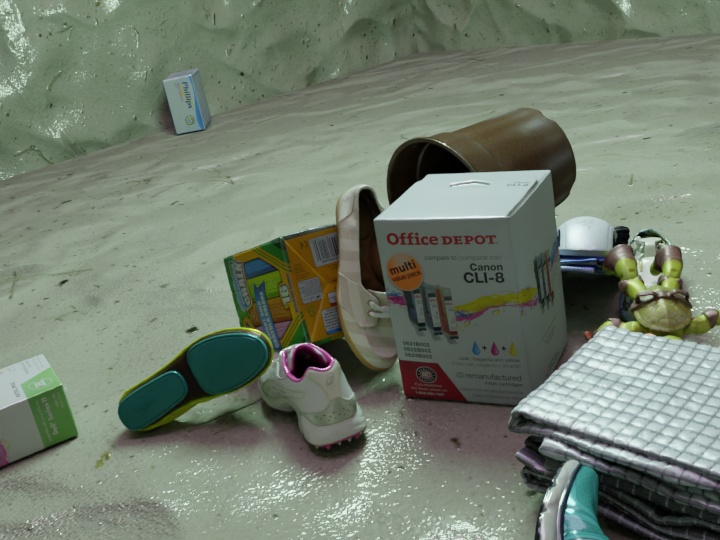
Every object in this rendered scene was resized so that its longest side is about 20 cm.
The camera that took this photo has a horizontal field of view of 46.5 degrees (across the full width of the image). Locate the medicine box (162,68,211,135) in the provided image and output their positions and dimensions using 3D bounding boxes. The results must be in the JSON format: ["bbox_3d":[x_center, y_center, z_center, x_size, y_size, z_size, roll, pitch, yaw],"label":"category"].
[{"bbox_3d":[-0.580,-0.569,2.809,0.102,0.183,0.200,-11,20,1],"label":"medicine box"}]

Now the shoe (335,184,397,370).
[{"bbox_3d":[0.010,0.006,0.888,0.070,0.201,0.053,-7,-6,-23],"label":"shoe"}]

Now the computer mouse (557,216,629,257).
[{"bbox_3d":[0.268,-0.041,0.985,0.109,0.044,0.200,4,4,13],"label":"computer mouse"}]

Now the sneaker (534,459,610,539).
[{"bbox_3d":[0.149,0.206,0.532,0.079,0.078,0.200,2,32,10],"label":"sneaker"}]

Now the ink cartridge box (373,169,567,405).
[{"bbox_3d":[0.118,0.012,0.856,0.145,0.201,0.145,0,23,29],"label":"ink cartridge box"}]

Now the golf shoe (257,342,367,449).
[{"bbox_3d":[-0.058,0.106,0.862,0.075,0.092,0.200,-21,21,-24],"label":"golf shoe"}]

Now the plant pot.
[{"bbox_3d":[0.174,-0.118,1.129,0.198,0.201,0.200,-30,27,-30],"label":"plant pot"}]

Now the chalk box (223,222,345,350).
[{"bbox_3d":[-0.074,0.023,0.989,0.124,0.125,0.200,-16,0,-33],"label":"chalk box"}]

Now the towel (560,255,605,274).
[{"bbox_3d":[0.233,-0.013,1.003,0.144,0.024,0.200,6,3,27],"label":"towel"}]

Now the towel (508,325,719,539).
[{"bbox_3d":[0.238,0.131,0.654,0.199,0.086,0.165,10,31,42],"label":"towel"}]

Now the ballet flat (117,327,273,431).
[{"bbox_3d":[-0.172,0.111,0.898,0.199,0.067,0.067,-28,-1,16],"label":"ballet flat"}]

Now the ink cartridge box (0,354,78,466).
[{"bbox_3d":[-0.427,0.171,0.916,0.199,0.068,0.117,-22,23,-26],"label":"ink cartridge box"}]

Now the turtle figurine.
[{"bbox_3d":[0.286,0.039,0.832,0.199,0.065,0.162,-11,39,12],"label":"turtle figurine"}]

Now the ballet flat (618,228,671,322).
[{"bbox_3d":[0.330,0.006,0.955,0.074,0.075,0.200,-5,21,16],"label":"ballet flat"}]
